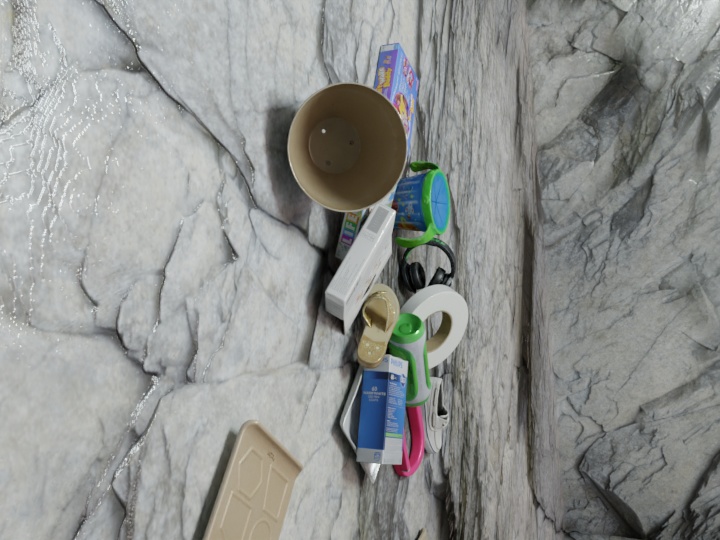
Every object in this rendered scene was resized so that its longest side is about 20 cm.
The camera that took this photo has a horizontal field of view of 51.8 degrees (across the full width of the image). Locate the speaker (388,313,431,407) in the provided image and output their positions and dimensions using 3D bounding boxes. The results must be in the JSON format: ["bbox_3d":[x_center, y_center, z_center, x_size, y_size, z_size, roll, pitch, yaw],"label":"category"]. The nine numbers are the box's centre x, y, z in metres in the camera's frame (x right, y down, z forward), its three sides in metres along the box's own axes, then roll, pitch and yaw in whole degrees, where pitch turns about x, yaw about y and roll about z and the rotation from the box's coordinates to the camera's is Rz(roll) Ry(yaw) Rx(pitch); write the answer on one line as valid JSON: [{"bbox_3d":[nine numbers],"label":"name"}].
[{"bbox_3d":[0.103,0.190,1.556,0.089,0.087,0.203,-61,150,-47],"label":"speaker"}]

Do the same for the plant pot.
[{"bbox_3d":[-0.032,-0.206,1.242,0.134,0.196,0.205,-140,-138,-74],"label":"plant pot"}]

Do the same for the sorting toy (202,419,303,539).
[{"bbox_3d":[-0.163,0.347,1.090,0.186,0.036,0.203,59,43,-47],"label":"sorting toy"}]

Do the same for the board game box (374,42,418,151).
[{"bbox_3d":[0.074,-0.366,1.608,0.134,0.044,0.204,46,49,-56],"label":"board game box"}]

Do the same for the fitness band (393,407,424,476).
[{"bbox_3d":[0.106,0.364,1.665,0.144,0.037,0.204,-46,131,-57],"label":"fitness band"}]

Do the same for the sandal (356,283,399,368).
[{"bbox_3d":[0.037,0.084,1.434,0.070,0.076,0.214,98,4,-46],"label":"sandal"}]

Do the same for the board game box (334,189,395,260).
[{"bbox_3d":[0.018,-0.117,1.427,0.200,0.034,0.136,-48,156,-57],"label":"board game box"}]

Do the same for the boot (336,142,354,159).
[{"bbox_3d":[-0.001,-0.214,1.413,0.200,0.074,0.109,-45,134,-59],"label":"boot"}]

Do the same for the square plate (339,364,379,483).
[{"bbox_3d":[0.015,0.284,1.479,0.202,0.028,0.200,-68,147,-40],"label":"square plate"}]

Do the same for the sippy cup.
[{"bbox_3d":[0.111,-0.143,1.582,0.178,0.128,0.142,-49,133,-55],"label":"sippy cup"}]

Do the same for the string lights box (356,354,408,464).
[{"bbox_3d":[0.045,0.270,1.442,0.103,0.058,0.204,30,62,-62],"label":"string lights box"}]

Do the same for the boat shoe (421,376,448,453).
[{"bbox_3d":[0.183,0.351,1.798,0.072,0.065,0.204,-28,114,-62],"label":"boat shoe"}]

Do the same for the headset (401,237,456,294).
[{"bbox_3d":[0.153,0.017,1.695,0.094,0.121,0.204,-56,156,-63],"label":"headset"}]

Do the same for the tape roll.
[{"bbox_3d":[0.152,0.129,1.643,0.200,0.037,0.206,-19,127,-27],"label":"tape roll"}]

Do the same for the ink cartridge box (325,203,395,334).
[{"bbox_3d":[0.000,0.000,1.374,0.202,0.044,0.177,-60,170,-21],"label":"ink cartridge box"}]

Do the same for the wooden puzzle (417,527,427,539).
[{"bbox_3d":[0.139,0.733,1.713,0.200,0.045,0.189,-44,128,-58],"label":"wooden puzzle"}]
